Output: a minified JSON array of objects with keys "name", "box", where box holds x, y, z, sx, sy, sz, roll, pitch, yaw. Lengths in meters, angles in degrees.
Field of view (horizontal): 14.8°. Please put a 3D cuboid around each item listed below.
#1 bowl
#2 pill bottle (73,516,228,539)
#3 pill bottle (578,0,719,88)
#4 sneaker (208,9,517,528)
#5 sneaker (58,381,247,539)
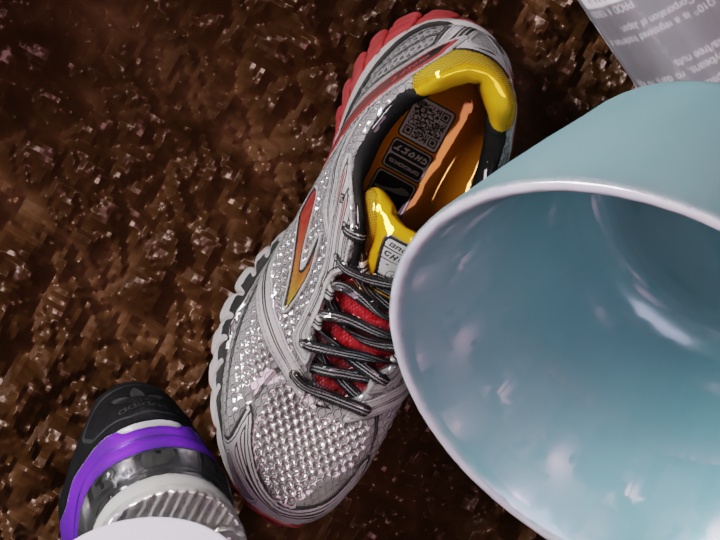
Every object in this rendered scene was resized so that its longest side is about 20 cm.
[{"name":"bowl","box":[0.121,0.012,0.963,0.201,0.201,0.105,42,53,-13]},{"name":"pill bottle","box":[-0.057,0.181,0.946,0.111,0.112,0.201,-17,132,-6]},{"name":"pill bottle","box":[0.157,-0.084,1.020,0.113,0.113,0.200,-36,103,-2]},{"name":"sneaker","box":[0.000,0.000,1.024,0.077,0.082,0.201,19,96,-11]},{"name":"sneaker","box":[-0.079,0.124,1.037,0.069,0.100,0.201,-6,130,-17]}]
